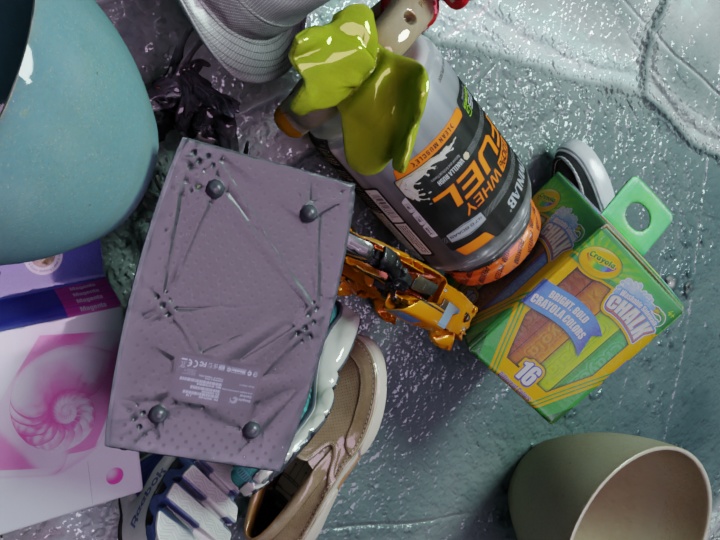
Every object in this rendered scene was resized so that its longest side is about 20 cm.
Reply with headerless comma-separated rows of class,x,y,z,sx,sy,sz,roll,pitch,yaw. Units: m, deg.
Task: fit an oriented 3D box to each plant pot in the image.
plant pot,-0.205,-0.086,0.619,0.134,0.200,0.201,27,89,-46

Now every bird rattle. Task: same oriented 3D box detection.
bird rattle,0.007,-0.165,0.701,0.113,0.163,0.201,38,61,-22

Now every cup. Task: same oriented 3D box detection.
cup,0.233,0.245,1.018,0.199,0.143,0.202,-10,109,-29

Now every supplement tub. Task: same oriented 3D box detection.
supplement tub,0.059,-0.084,0.822,0.123,0.122,0.200,-51,124,-9

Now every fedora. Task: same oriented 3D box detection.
fedora,-0.062,-0.237,0.671,0.177,0.090,0.201,-35,107,-57

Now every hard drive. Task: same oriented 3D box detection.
hard drive,-0.087,0.024,0.659,0.134,0.042,0.201,13,95,-23

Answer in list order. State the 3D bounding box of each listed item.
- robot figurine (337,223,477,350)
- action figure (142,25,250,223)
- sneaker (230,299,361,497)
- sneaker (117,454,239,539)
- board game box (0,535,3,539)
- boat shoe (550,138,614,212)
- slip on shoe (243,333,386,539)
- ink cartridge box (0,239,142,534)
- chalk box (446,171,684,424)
robot figurine,0.000,0.000,0.802,0.200,0.145,0.058,28,87,-44
action figure,-0.131,-0.067,0.714,0.102,0.119,0.201,-20,120,-32
sneaker,-0.065,0.087,0.775,0.079,0.200,0.078,34,130,-13
sneaker,-0.135,0.150,0.797,0.081,0.115,0.200,53,43,-22
board game box,-0.354,0.200,0.697,0.199,0.035,0.127,-8,109,-31
boat shoe,0.209,-0.026,0.969,0.056,0.069,0.201,-27,119,-23
slip on shoe,-0.042,0.147,0.856,0.060,0.076,0.201,17,102,-51
ink cartridge box,-0.251,0.080,0.663,0.195,0.043,0.201,-13,111,-28
chalk box,0.189,0.009,0.883,0.124,0.124,0.200,40,105,-24
